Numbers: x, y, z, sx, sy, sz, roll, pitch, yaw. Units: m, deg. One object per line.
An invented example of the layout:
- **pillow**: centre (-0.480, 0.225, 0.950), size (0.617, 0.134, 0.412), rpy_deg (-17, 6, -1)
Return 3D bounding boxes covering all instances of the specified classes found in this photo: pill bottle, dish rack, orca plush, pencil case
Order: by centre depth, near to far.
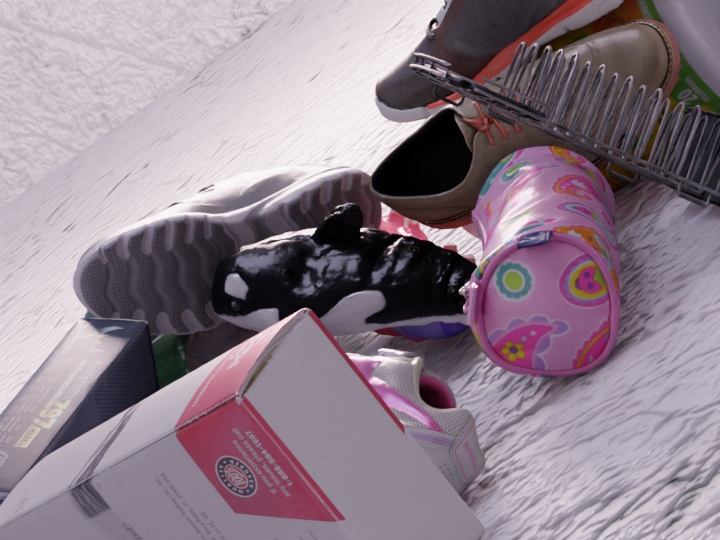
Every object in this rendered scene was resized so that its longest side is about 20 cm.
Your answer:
- **dish rack**: centre (0.127, -0.084, 1.461), size (0.153, 0.199, 0.055), rpy_deg (-151, 83, -77)
- **pencil case**: centre (0.099, -0.007, 1.484), size (0.087, 0.088, 0.200), rpy_deg (-35, 11, 14)
- **orca plush**: centre (0.000, 0.000, 1.573), size (0.199, 0.071, 0.105), rpy_deg (14, 45, 34)
- **pill bottle**: centre (0.137, -0.102, 1.668), size (0.200, 0.111, 0.111), rpy_deg (-33, 12, 25)

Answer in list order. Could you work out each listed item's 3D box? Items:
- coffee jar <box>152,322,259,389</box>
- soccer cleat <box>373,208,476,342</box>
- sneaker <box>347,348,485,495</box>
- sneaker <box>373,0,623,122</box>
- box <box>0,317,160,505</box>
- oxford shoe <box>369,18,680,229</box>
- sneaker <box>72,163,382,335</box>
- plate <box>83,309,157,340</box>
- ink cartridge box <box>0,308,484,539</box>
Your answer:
- **coffee jar**: centre (-0.130, 0.098, 1.736), size (0.200, 0.105, 0.085), rpy_deg (-28, 8, 46)
- **soccer cleat**: centre (0.029, 0.016, 1.703), size (0.066, 0.077, 0.200), rpy_deg (0, 17, -16)
- **sneaker**: centre (0.003, 0.082, 1.420), size (0.088, 0.082, 0.200), rpy_deg (-29, 33, -14)
- **sneaker**: centre (0.077, -0.164, 1.619), size (0.200, 0.082, 0.077), rpy_deg (-33, 20, 26)
- **box**: centre (-0.165, 0.141, 1.547), size (0.051, 0.158, 0.200), rpy_deg (2, 27, 19)
- **oxford shoe**: centre (0.094, -0.082, 1.584), size (0.200, 0.071, 0.075), rpy_deg (-34, -19, 24)
- **sneaker**: centre (-0.087, -0.015, 1.676), size (0.199, 0.075, 0.082), rpy_deg (-17, 20, -25)
- **plate**: centre (-0.087, 0.031, 1.798), size (0.199, 0.026, 0.201), rpy_deg (-18, -32, -12)
- **ink cartridge box**: centre (-0.065, 0.127, 1.309), size (0.200, 0.147, 0.083), rpy_deg (-29, 16, 38)
